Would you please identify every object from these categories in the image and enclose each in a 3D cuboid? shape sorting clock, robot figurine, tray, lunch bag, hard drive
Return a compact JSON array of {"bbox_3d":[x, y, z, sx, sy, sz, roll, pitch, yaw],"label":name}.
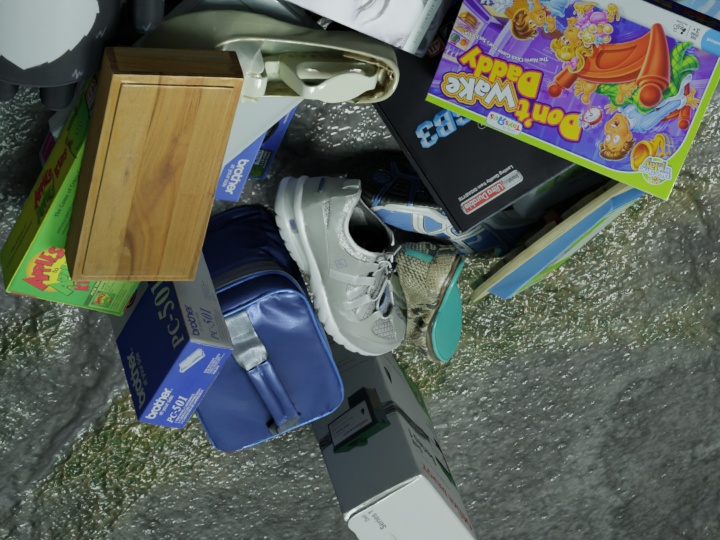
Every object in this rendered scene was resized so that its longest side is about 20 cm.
[{"bbox_3d":[0.175,-0.035,1.879,0.200,0.039,0.200,-39,174,-5],"label":"shape sorting clock"},{"bbox_3d":[-0.230,-0.211,1.541,0.150,0.125,0.201,-20,140,-30],"label":"robot figurine"},{"bbox_3d":[-0.155,-0.075,1.606,0.098,0.037,0.200,0,134,-20],"label":"tray"},{"bbox_3d":[-0.099,0.064,1.861,0.135,0.133,0.200,-23,136,1],"label":"lunch bag"},{"bbox_3d":[-0.125,-0.140,1.671,0.200,0.027,0.132,-38,132,17],"label":"hard drive"}]

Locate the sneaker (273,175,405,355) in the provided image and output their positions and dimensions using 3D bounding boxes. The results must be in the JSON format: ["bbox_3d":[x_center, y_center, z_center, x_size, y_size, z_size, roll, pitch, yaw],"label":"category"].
[{"bbox_3d":[0.000,0.000,1.801,0.082,0.075,0.200,-8,138,24],"label":"sneaker"}]

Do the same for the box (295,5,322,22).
[{"bbox_3d":[-0.027,-0.262,1.642,0.200,0.035,0.110,-39,134,16],"label":"box"}]

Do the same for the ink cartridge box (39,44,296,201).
[{"bbox_3d":[-0.145,-0.116,1.735,0.199,0.042,0.120,4,131,-28],"label":"ink cartridge box"}]

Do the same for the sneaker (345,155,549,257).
[{"bbox_3d":[0.069,-0.048,1.861,0.199,0.076,0.077,7,129,-29],"label":"sneaker"}]

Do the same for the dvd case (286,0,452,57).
[{"bbox_3d":[-0.004,-0.257,1.593,0.199,0.016,0.149,20,109,-26],"label":"dvd case"}]

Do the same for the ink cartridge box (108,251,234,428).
[{"bbox_3d":[-0.162,0.022,1.743,0.044,0.200,0.094,13,126,-32],"label":"ink cartridge box"}]

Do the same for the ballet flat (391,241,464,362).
[{"bbox_3d":[0.053,0.020,1.917,0.075,0.068,0.200,22,161,11],"label":"ballet flat"}]

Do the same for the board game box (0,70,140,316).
[{"bbox_3d":[-0.194,-0.059,1.670,0.101,0.048,0.200,13,127,-28],"label":"board game box"}]

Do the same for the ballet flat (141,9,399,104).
[{"bbox_3d":[-0.063,-0.153,1.616,0.199,0.070,0.070,1,132,-19],"label":"ballet flat"}]

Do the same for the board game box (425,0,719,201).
[{"bbox_3d":[0.166,-0.155,1.620,0.199,0.045,0.135,23,110,6],"label":"board game box"}]

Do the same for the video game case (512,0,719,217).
[{"bbox_3d":[0.219,-0.148,1.807,0.182,0.022,0.200,-26,147,-30],"label":"video game case"}]

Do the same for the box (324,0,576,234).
[{"bbox_3d":[0.107,-0.162,1.683,0.200,0.050,0.199,-31,95,22],"label":"box"}]

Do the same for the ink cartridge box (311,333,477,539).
[{"bbox_3d":[0.022,0.167,1.961,0.084,0.200,0.146,-29,137,8],"label":"ink cartridge box"}]
